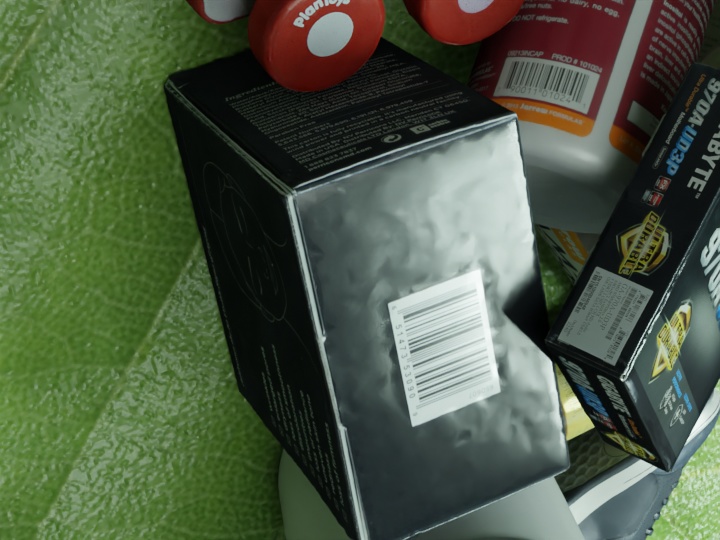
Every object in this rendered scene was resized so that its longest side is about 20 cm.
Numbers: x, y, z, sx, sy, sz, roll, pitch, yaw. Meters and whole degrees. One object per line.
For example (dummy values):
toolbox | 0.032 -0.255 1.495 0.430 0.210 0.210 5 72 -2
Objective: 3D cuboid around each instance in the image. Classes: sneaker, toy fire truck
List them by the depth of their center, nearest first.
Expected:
toy fire truck | -0.002 -0.195 0.805 0.200 0.112 0.168 -20 139 -18
sneaker | 0.177 0.172 1.077 0.202 0.077 0.146 -41 111 6

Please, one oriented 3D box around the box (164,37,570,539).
box | 0.000 0.000 0.863 0.124 0.197 0.200 -20 117 -17

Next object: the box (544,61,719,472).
box | 0.166 0.007 0.869 0.159 0.046 0.200 -60 156 -10

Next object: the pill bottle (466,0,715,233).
pill bottle | 0.127 -0.130 0.892 0.113 0.113 0.200 30 72 -31

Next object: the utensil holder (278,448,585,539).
utensil holder | 0.044 0.167 0.931 0.169 0.200 0.170 -4 118 -8

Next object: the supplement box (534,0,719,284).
supplement box | 0.195 -0.075 0.995 0.200 0.074 0.126 -40 122 -6

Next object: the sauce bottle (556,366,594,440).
sauce bottle | 0.182 0.046 1.043 0.200 0.066 0.066 -22 118 -14
